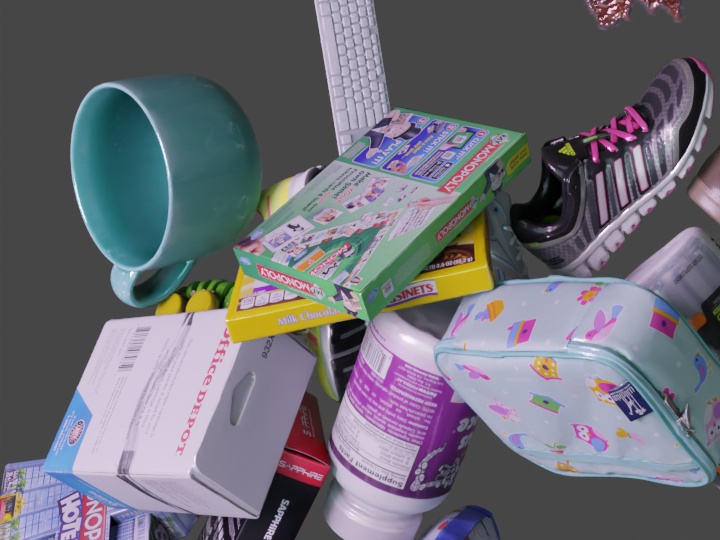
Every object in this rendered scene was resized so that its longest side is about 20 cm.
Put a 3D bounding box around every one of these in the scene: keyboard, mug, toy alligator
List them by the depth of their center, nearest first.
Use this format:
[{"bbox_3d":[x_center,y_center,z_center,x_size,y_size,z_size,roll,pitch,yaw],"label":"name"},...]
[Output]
[{"bbox_3d":[-0.002,-0.150,1.014,0.011,0.056,0.203,-1,100,52],"label":"keyboard"},{"bbox_3d":[-0.160,-0.077,1.035,0.185,0.114,0.153,-43,69,47],"label":"mug"},{"bbox_3d":[-0.111,0.032,1.061,0.198,0.059,0.055,-7,57,39],"label":"toy alligator"}]

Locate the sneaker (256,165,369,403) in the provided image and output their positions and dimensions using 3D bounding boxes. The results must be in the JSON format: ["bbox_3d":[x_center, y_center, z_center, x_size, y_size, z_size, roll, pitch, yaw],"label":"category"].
[{"bbox_3d":[-0.038,0.013,1.047,0.090,0.078,0.203,-2,102,40],"label":"sneaker"}]

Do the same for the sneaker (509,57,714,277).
[{"bbox_3d":[0.184,-0.082,0.939,0.087,0.074,0.201,26,114,-23],"label":"sneaker"}]

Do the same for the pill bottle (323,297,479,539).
[{"bbox_3d":[0.037,0.124,1.010,0.111,0.112,0.202,24,112,12],"label":"pill bottle"}]

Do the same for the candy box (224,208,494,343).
[{"bbox_3d":[0.000,0.000,0.931,0.197,0.103,0.027,-12,116,10],"label":"candy box"}]

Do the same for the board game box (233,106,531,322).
[{"bbox_3d":[0.018,-0.050,0.934,0.134,0.200,0.029,19,140,40],"label":"board game box"}]

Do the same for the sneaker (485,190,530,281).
[{"bbox_3d":[0.106,-0.015,0.993,0.200,0.075,0.087,40,94,3],"label":"sneaker"}]

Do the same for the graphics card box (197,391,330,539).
[{"bbox_3d":[-0.091,0.210,1.060,0.050,0.126,0.202,22,106,-16],"label":"graphics card box"}]

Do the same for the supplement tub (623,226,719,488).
[{"bbox_3d":[0.272,0.078,0.925,0.122,0.122,0.200,-43,85,19],"label":"supplement tub"}]

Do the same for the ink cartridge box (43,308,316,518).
[{"bbox_3d":[-0.149,0.116,1.013,0.199,0.084,0.146,-7,53,43],"label":"ink cartridge box"}]

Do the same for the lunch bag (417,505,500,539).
[{"bbox_3d":[0.049,0.303,1.008,0.123,0.170,0.202,22,103,17],"label":"lunch bag"}]

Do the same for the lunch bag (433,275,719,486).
[{"bbox_3d":[0.159,0.082,0.863,0.199,0.077,0.161,-1,136,53],"label":"lunch bag"}]

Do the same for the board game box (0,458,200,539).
[{"bbox_3d":[-0.224,0.234,1.094,0.198,0.201,0.062,-20,130,9],"label":"board game box"}]

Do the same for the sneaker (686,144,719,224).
[{"bbox_3d":[0.340,-0.027,0.914,0.199,0.070,0.076,37,107,8],"label":"sneaker"}]
